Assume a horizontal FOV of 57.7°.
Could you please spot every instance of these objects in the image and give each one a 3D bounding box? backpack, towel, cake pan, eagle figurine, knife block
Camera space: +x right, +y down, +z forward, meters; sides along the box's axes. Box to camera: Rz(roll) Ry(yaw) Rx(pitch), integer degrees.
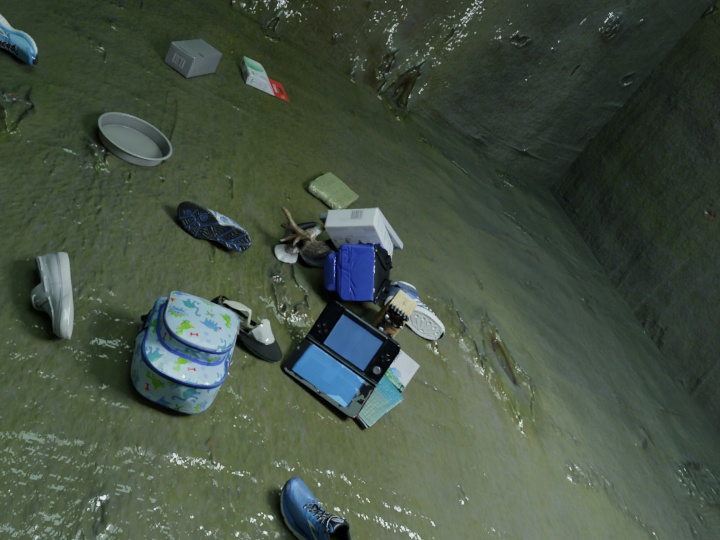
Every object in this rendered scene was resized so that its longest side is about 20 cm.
[{"bbox_3d":[-0.323,0.146,1.206,0.183,0.147,0.200,24,33,-19],"label":"backpack"},{"bbox_3d":[-0.007,0.258,1.508,0.200,0.022,0.147,46,42,17],"label":"towel"},{"bbox_3d":[0.000,0.000,1.762,0.167,0.163,0.200,7,3,18],"label":"backpack"},{"bbox_3d":[-0.092,-0.265,2.214,0.148,0.037,0.200,38,27,1],"label":"towel"},{"bbox_3d":[-0.604,-0.346,1.741,0.200,0.037,0.200,28,29,-17],"label":"cake pan"},{"bbox_3d":[-0.146,-0.086,1.818,0.200,0.150,0.152,45,44,-77],"label":"eagle figurine"},{"bbox_3d":[0.068,0.143,1.705,0.064,0.200,0.176,39,58,0],"label":"knife block"}]

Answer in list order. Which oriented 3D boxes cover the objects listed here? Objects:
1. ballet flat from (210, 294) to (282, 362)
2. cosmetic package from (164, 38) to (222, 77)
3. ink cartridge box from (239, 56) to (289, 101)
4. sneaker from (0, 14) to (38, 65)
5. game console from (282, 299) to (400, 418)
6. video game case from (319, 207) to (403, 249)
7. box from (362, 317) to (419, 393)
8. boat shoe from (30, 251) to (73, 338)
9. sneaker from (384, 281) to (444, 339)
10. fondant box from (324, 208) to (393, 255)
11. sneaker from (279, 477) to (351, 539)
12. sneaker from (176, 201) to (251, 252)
[{"bbox_3d":[-0.243,0.123,1.415,0.200,0.068,0.068,35,27,-5],"label":"ballet flat"},{"bbox_3d":[-0.593,-0.758,2.327,0.107,0.090,0.200,34,31,1],"label":"cosmetic package"},{"bbox_3d":[-0.380,-0.772,2.636,0.200,0.050,0.161,14,35,-33],"label":"ink cartridge box"},{"bbox_3d":[-0.940,-0.600,1.724,0.200,0.078,0.090,35,46,3],"label":"sneaker"},{"bbox_3d":[-0.039,0.192,1.454,0.200,0.173,0.119,34,13,5],"label":"game console"},{"bbox_3d":[0.005,-0.113,1.883,0.200,0.182,0.022,50,43,-51],"label":"video game case"},{"bbox_3d":[0.045,0.215,1.644,0.200,0.036,0.144,39,28,6],"label":"box"},{"bbox_3d":[-0.559,0.042,1.181,0.068,0.072,0.200,-5,53,-23],"label":"boat shoe"},{"bbox_3d":[0.167,0.104,1.906,0.200,0.081,0.147,31,32,-1],"label":"sneaker"},{"bbox_3d":[-0.001,-0.095,1.831,0.200,0.144,0.058,63,32,-56],"label":"fondant box"},{"bbox_3d":[-0.062,0.438,1.125,0.078,0.089,0.200,-5,49,-53],"label":"sneaker"},{"bbox_3d":[-0.367,-0.108,1.638,0.200,0.076,0.077,31,6,-12],"label":"sneaker"}]
